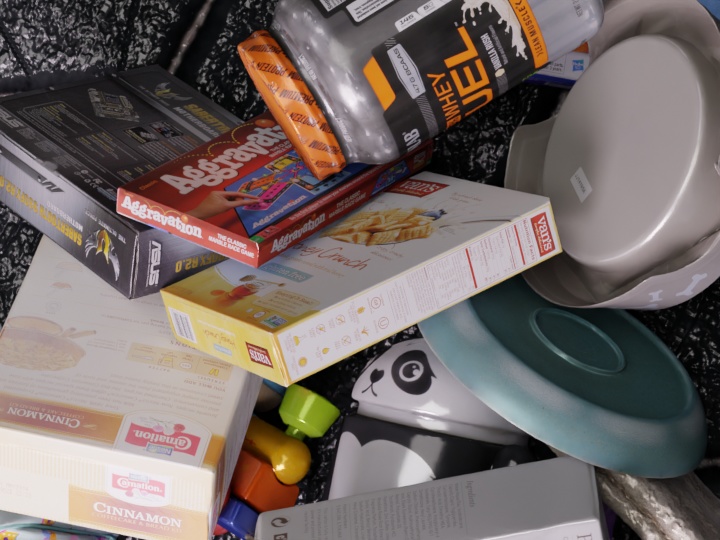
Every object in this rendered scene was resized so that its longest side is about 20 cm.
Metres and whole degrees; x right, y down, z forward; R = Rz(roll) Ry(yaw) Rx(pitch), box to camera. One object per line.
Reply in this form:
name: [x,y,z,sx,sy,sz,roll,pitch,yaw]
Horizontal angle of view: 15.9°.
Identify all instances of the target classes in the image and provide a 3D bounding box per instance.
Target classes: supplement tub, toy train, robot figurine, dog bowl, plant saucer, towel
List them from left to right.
toy train: [-0.051,0.123,1.615,0.200,0.085,0.116,22,76,53]
supplement tub: [0.034,-0.145,1.541,0.200,0.123,0.123,-32,75,-3]
robot figurine: [0.040,0.142,1.595,0.150,0.125,0.201,11,88,13]
plant saucer: [0.125,0.050,1.541,0.200,0.200,0.027,37,114,18]
dog bowl: [0.171,-0.067,1.544,0.200,0.059,0.201,-30,51,46]
towel: [0.189,0.144,1.544,0.200,0.132,0.034,45,102,17]

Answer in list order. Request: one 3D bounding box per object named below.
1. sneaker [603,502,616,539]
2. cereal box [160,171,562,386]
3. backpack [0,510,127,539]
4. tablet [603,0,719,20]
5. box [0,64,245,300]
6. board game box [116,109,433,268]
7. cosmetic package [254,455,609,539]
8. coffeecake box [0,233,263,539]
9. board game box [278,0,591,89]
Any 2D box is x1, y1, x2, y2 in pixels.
sneaker: [0.139,0.234,1.583,0.088,0.080,0.201,14,93,12]
cereal box: [0.000,0.000,1.524,0.200,0.144,0.040,-26,111,-25]
backpack: [-0.239,0.158,1.644,0.166,0.200,0.127,-25,77,13]
tablet: [0.187,-0.243,1.623,0.130,0.014,0.201,5,86,-10]
box: [-0.136,-0.060,1.628,0.200,0.158,0.049,34,127,39]
board game box: [-0.049,-0.059,1.575,0.103,0.200,0.020,20,120,26]
cosmetic package: [0.046,0.180,1.480,0.199,0.074,0.102,-11,120,5]
coffeecake box: [-0.142,0.063,1.574,0.153,0.200,0.073,11,132,5]
board game box: [0.054,-0.199,1.631,0.199,0.045,0.135,9,86,-7]
